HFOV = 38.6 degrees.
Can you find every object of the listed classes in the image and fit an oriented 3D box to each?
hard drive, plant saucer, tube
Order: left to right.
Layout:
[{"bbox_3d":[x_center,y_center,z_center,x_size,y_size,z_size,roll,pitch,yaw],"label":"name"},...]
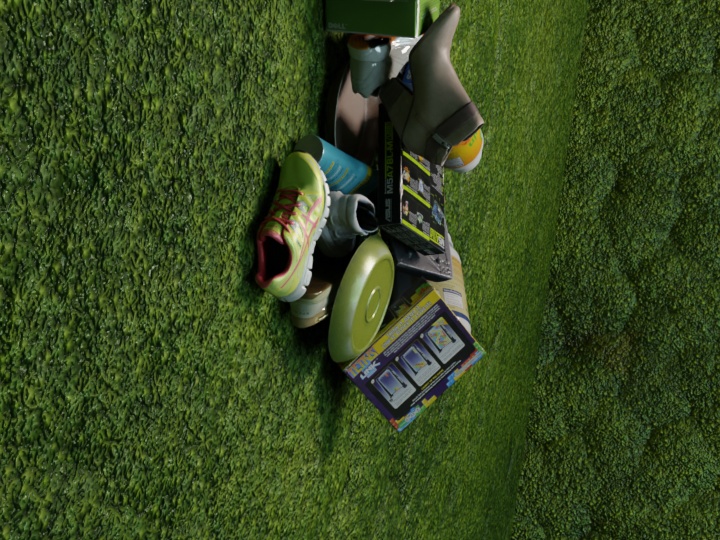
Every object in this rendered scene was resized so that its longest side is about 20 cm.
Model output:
[{"bbox_3d":[-0.030,-0.143,1.508,0.199,0.077,0.051,24,34,-61],"label":"tube"},{"bbox_3d":[-0.013,-0.238,1.586,0.200,0.031,0.205,8,90,-71],"label":"plant saucer"},{"bbox_3d":[0.008,0.048,1.564,0.200,0.031,0.204,18,89,-72],"label":"plant saucer"},{"bbox_3d":[0.087,-0.078,1.743,0.133,0.042,0.203,15,53,-34],"label":"hard drive"}]

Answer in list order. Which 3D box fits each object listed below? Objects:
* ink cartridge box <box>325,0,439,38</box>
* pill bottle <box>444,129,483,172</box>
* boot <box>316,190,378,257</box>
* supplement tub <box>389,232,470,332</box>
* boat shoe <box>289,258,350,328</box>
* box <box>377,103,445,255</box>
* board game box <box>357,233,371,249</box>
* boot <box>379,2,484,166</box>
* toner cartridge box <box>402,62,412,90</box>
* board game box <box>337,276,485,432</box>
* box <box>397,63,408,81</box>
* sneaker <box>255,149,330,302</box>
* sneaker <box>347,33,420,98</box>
[{"bbox_3d":[0.013,-0.366,1.441,0.200,0.145,0.077,-47,142,-56],"label":"ink cartridge box"},{"bbox_3d":[0.176,-0.261,1.979,0.200,0.109,0.113,40,61,-67],"label":"pill bottle"},{"bbox_3d":[-0.017,-0.064,1.545,0.200,0.094,0.075,45,56,-67],"label":"boot"},{"bbox_3d":[0.114,0.038,1.818,0.145,0.141,0.204,61,21,-59],"label":"supplement tub"},{"bbox_3d":[-0.054,0.032,1.534,0.199,0.073,0.068,-26,131,-60],"label":"boat shoe"},{"bbox_3d":[0.082,-0.140,1.615,0.199,0.047,0.198,26,64,-63],"label":"box"},{"bbox_3d":[0.000,0.000,1.678,0.105,0.023,0.205,-35,132,-88],"label":"board game box"},{"bbox_3d":[0.122,-0.259,1.482,0.201,0.146,0.070,-50,170,29],"label":"boot"},{"bbox_3d":[0.124,-0.315,1.789,0.200,0.042,0.097,52,51,-65],"label":"toner cartridge box"},{"bbox_3d":[0.082,0.139,1.684,0.199,0.057,0.166,-41,116,0],"label":"board game box"},{"bbox_3d":[0.082,-0.420,1.750,0.161,0.048,0.204,26,75,-69],"label":"box"},{"bbox_3d":[-0.096,-0.061,1.365,0.090,0.077,0.205,10,86,-63],"label":"sneaker"},{"bbox_3d":[0.034,-0.316,1.557,0.199,0.075,0.094,-33,136,-54],"label":"sneaker"}]
